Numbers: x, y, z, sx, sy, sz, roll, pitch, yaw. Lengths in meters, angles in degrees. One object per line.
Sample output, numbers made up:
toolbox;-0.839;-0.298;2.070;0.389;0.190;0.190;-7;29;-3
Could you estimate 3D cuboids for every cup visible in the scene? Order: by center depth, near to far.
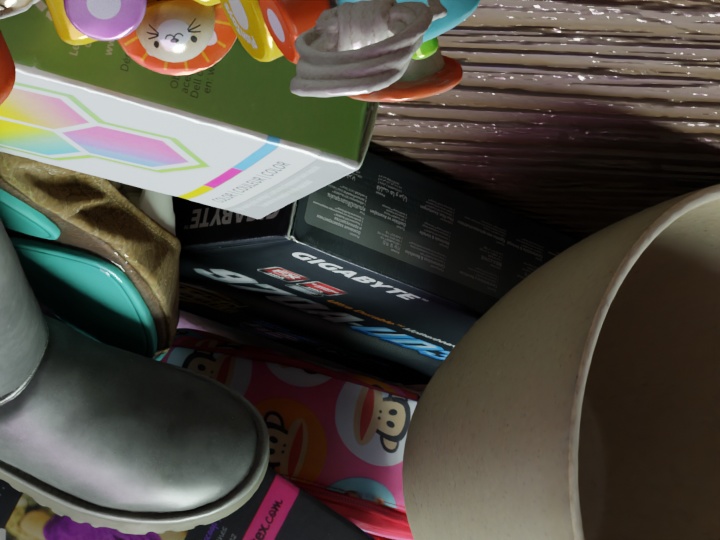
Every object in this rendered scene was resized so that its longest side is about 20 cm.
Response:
cup;0.098;0.074;0.935;0.199;0.202;0.143;21;163;-38

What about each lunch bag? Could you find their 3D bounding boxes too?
lunch bag;-0.003;0.085;1.182;0.175;0.083;0.200;9;172;28

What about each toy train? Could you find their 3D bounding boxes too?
toy train;-0.051;-0.051;0.667;0.199;0.150;0.056;-1;124;29

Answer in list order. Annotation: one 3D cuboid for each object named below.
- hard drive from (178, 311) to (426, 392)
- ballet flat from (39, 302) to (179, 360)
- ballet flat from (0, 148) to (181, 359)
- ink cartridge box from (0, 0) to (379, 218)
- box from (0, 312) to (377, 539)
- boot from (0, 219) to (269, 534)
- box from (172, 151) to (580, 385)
hard drive;-0.022;0.033;1.242;0.199;0.027;0.132;18;165;-31
ballet flat;-0.171;-0.006;1.133;0.199;0.074;0.073;11;168;27
ballet flat;-0.106;-0.034;0.919;0.067;0.073;0.200;15;162;28
ink cartridge box;-0.101;-0.074;0.783;0.199;0.060;0.104;15;167;-18
box;-0.079;0.117;1.019;0.199;0.106;0.122;34;170;9
boot;-0.119;0.018;0.876;0.180;0.073;0.200;12;153;3
box;0.000;0.000;1.042;0.199;0.046;0.158;21;163;-38
